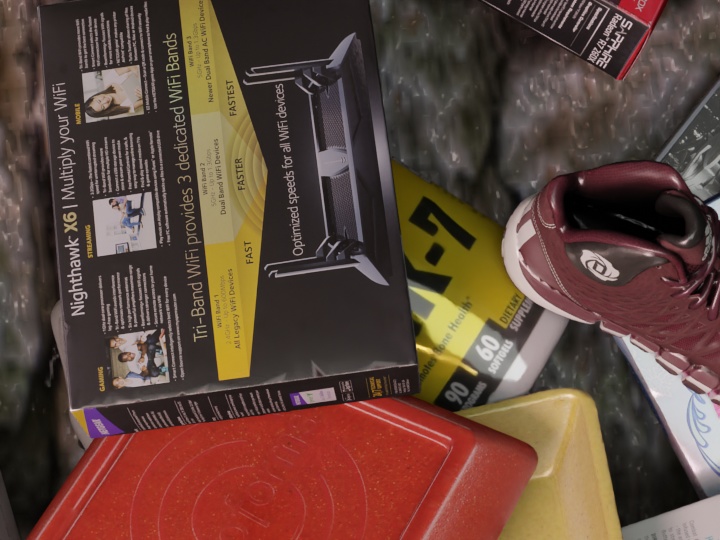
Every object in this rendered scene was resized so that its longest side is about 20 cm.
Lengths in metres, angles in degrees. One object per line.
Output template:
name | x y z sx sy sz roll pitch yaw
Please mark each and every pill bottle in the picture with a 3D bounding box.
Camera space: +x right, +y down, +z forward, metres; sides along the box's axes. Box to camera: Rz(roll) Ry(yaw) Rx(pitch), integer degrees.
pill bottle | 0.000 0.000 1.042 0.199 0.114 0.115 32 90 0

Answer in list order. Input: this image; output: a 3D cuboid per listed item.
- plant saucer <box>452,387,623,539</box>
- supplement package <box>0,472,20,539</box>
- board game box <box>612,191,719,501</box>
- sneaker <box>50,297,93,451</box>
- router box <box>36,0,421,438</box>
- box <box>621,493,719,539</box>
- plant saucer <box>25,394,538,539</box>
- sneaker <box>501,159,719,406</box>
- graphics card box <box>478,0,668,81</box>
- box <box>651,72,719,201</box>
plant saucer | 0.031 0.170 0.958 0.198 0.049 0.201 -13 58 8
supplement package | -0.239 0.129 1.021 0.110 0.156 0.202 -17 90 0
board game box | 0.241 0.040 1.029 0.199 0.043 0.200 -28 89 1
sneaker | -0.105 0.094 1.071 0.079 0.074 0.202 -5 104 42
router box | -0.061 -0.034 0.958 0.156 0.052 0.202 -7 72 1
box | 0.117 0.174 0.987 0.199 0.049 0.083 -21 56 14
plant saucer | -0.049 0.115 0.939 0.199 0.037 0.200 21 59 21
sneaker | 0.163 0.008 0.944 0.199 0.116 0.076 20 73 2
graphics card box | 0.074 -0.196 1.048 0.199 0.051 0.126 29 57 1
box | 0.230 0.002 1.075 0.200 0.048 0.159 39 90 0
